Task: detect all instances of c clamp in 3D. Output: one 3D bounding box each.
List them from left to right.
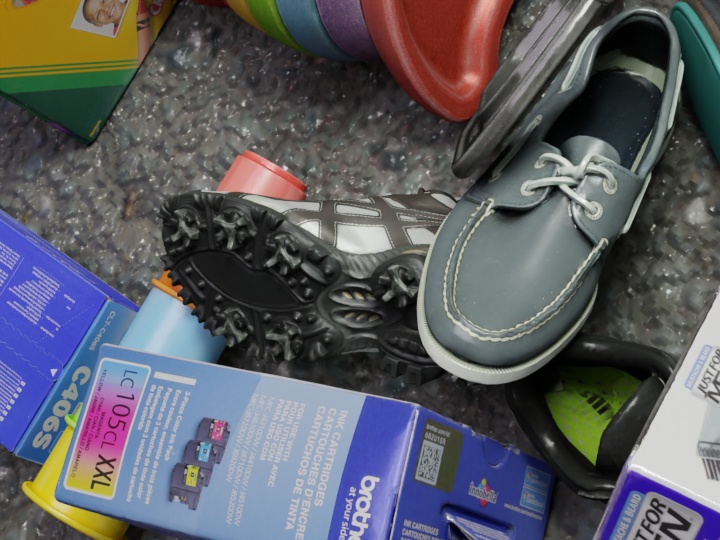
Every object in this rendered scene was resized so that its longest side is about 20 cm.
[{"bbox_3d":[0.092,-0.110,0.784,0.027,0.200,0.171,34,96,-3],"label":"c clamp"}]

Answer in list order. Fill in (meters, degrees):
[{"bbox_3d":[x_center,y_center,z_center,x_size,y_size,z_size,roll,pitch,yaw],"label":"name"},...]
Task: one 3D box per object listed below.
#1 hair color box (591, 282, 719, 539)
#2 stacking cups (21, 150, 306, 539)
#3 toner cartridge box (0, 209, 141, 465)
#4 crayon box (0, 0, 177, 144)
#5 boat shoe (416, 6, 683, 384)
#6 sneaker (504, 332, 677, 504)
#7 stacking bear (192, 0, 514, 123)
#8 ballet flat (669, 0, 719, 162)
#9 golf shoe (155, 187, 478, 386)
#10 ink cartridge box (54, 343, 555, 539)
[{"bbox_3d":[0.193,0.093,0.640,0.199,0.065,0.109,27,48,11],"label":"hair color box"},{"bbox_3d":[-0.088,0.037,0.905,0.060,0.060,0.200,31,88,35],"label":"stacking cups"},{"bbox_3d":[-0.207,0.017,0.990,0.200,0.043,0.095,32,92,35],"label":"toner cartridge box"},{"bbox_3d":[-0.145,-0.182,0.979,0.058,0.119,0.200,31,90,35],"label":"crayon box"},{"bbox_3d":[0.082,-0.037,0.761,0.073,0.062,0.200,26,51,13],"label":"boat shoe"},{"bbox_3d":[0.133,0.082,0.734,0.200,0.087,0.074,33,91,35],"label":"sneaker"},{"bbox_3d":[-0.026,-0.160,0.911,0.200,0.114,0.122,17,82,39],"label":"stacking bear"},{"bbox_3d":[0.187,-0.038,0.765,0.073,0.073,0.201,-27,55,20],"label":"ballet flat"},{"bbox_3d":[0.000,0.000,0.851,0.199,0.094,0.078,16,119,28],"label":"golf shoe"},{"bbox_3d":[-0.008,0.094,0.785,0.199,0.136,0.077,7,78,33],"label":"ink cartridge box"}]
